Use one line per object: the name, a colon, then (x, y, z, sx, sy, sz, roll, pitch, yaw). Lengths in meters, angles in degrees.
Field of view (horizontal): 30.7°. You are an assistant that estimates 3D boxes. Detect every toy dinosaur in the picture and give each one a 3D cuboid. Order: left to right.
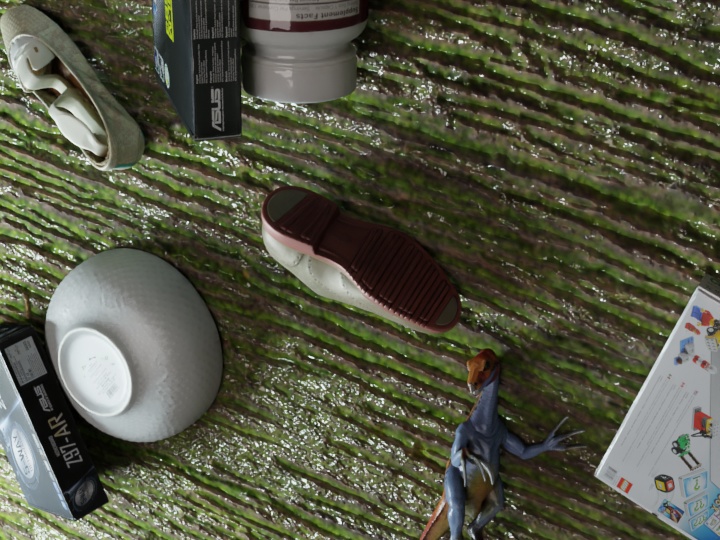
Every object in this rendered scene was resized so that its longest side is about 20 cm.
toy dinosaur: (0.091, 0.162, 1.148, 0.198, 0.104, 0.185, -8, 85, 45)

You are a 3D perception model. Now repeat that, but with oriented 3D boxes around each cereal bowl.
cereal bowl: (-0.239, 0.084, 1.305, 0.197, 0.083, 0.203, 11, 114, 26)

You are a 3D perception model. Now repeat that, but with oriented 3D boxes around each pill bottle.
pill bottle: (-0.048, -0.243, 1.042, 0.113, 0.114, 0.203, 13, 116, 25)

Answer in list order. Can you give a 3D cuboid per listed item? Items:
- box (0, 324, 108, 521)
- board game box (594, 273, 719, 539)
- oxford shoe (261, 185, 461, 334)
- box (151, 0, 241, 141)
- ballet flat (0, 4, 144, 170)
box: (-0.347, 0.156, 1.382, 0.159, 0.043, 0.203, -3, 110, 58)
board game box: (0.283, 0.119, 1.045, 0.125, 0.035, 0.202, 32, 122, 16)
oxford shoe: (0.000, 0.000, 1.155, 0.199, 0.071, 0.075, 34, 149, 12)
box: (-0.137, -0.230, 1.070, 0.047, 0.193, 0.203, -5, 115, -14)
ballet flat: (-0.282, -0.174, 1.237, 0.200, 0.062, 0.068, 45, 124, 7)
